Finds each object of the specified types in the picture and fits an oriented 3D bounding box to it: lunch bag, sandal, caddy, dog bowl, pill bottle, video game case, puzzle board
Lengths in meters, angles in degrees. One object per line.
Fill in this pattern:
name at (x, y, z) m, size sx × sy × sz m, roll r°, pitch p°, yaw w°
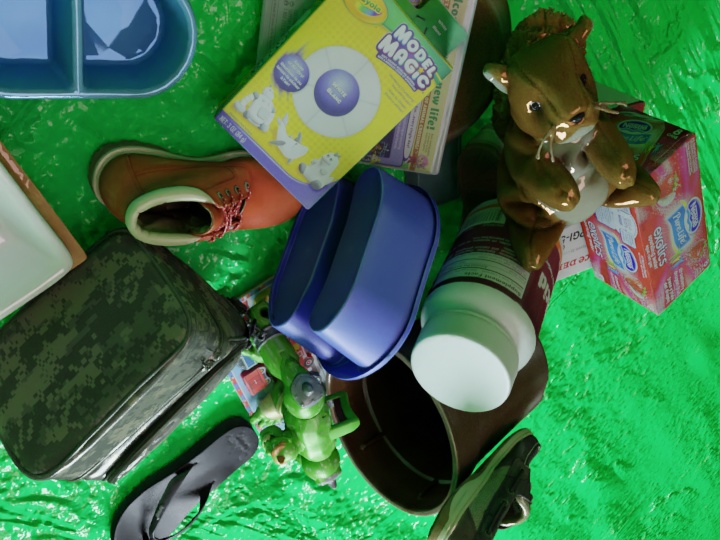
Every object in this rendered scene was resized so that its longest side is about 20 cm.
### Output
lunch bag at (-0.199, 0.081, 0.674) m, size 0.200 × 0.140 × 0.168 m, roll -44°, pitch 161°, yaw -1°
sandal at (-0.192, 0.241, 0.836) m, size 0.200 × 0.043 × 0.076 m, roll -45°, pitch 132°, yaw -3°
caddy at (0.000, 0.000, 0.736) m, size 0.104 × 0.140 × 0.204 m, roll 30°, pitch 72°, yaw -36°
dog bowl at (-0.211, -0.178, 0.561) m, size 0.196 × 0.050 × 0.114 m, roll -7°, pitch 121°, yaw -30°
pill bottle at (0.125, 0.030, 0.755) m, size 0.201 × 0.112 × 0.116 m, roll -59°, pitch 147°, yaw -43°
video game case at (0.002, -0.193, 0.665) m, size 0.178 × 0.022 × 0.204 m, roll 8°, pitch 115°, yaw -7°
puzzle board at (-0.073, 0.088, 0.841) m, size 0.149 × 0.017 × 0.202 m, roll -31°, pitch 131°, yaw -14°

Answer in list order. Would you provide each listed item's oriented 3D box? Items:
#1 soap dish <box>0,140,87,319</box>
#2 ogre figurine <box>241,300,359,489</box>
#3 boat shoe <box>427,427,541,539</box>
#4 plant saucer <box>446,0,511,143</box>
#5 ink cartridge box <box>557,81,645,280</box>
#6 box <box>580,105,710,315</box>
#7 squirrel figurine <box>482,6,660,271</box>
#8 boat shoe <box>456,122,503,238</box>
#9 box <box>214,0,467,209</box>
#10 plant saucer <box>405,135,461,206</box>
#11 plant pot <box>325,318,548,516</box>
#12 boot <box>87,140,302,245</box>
soap dish at (-0.328, -0.018, 0.559) m, size 0.198 × 0.081 × 0.159 m, roll -35°, pitch 131°, yaw -11°
ogre figurine at (-0.065, 0.136, 0.785) m, size 0.096 × 0.120 × 0.204 m, roll -8°, pitch 121°, yaw -30°
boat shoe at (0.138, 0.227, 0.770) m, size 0.200 × 0.066 × 0.073 m, roll -23°, pitch 144°, yaw -52°
plant saucer at (0.062, -0.196, 0.722) m, size 0.196 × 0.036 × 0.204 m, roll -11°, pitch 124°, yaw -17°
ink cartridge box at (0.235, -0.097, 0.891) m, size 0.144 × 0.083 × 0.204 m, roll -18°, pitch 126°, yaw -25°
box at (0.302, -0.063, 0.835) m, size 0.095 × 0.100 × 0.201 m, roll -39°, pitch 132°, yaw -9°
squirrel figurine at (0.161, -0.140, 0.679) m, size 0.139 × 0.203 × 0.187 m, roll -23°, pitch 142°, yaw 12°
boat shoe at (0.144, -0.063, 0.856) m, size 0.065 × 0.071 × 0.203 m, roll -58°, pitch 148°, yaw -44°
box at (-0.013, -0.161, 0.642) m, size 0.200 × 0.049 × 0.117 m, roll -43°, pitch 112°, yaw 14°
plant saucer at (0.077, -0.153, 0.794) m, size 0.069 × 0.019 × 0.203 m, roll -20°, pitch 126°, yaw -23°
plant pot at (0.095, 0.131, 0.867) m, size 0.196 × 0.199 × 0.204 m, roll -24°, pitch 130°, yaw -38°
boot at (-0.121, -0.055, 0.661) m, size 0.197 × 0.107 × 0.076 m, roll -2°, pitch 117°, yaw -35°
